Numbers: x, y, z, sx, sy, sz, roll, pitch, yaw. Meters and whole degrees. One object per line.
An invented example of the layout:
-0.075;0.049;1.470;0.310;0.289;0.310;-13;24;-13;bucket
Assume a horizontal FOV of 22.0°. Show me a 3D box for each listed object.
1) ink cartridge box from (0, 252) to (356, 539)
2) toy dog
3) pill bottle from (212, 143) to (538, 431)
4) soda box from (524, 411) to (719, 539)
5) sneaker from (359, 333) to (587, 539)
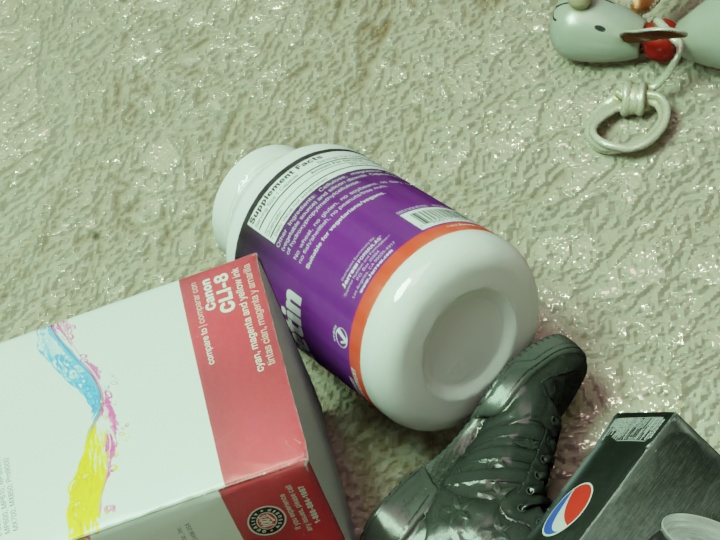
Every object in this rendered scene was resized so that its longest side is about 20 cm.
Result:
-0.115;0.115;0.964;0.198;0.146;0.145;-19;49;1;ink cartridge box
0.212;-0.160;1.118;0.198;0.097;0.133;-13;49;7;toy dog
0.000;0.000;1.035;0.112;0.113;0.200;-39;41;-16;pill bottle
0.102;0.163;0.875;0.200;0.071;0.063;-50;10;-16;soda box
0.078;0.129;0.953;0.104;0.060;0.200;35;66;28;sneaker
